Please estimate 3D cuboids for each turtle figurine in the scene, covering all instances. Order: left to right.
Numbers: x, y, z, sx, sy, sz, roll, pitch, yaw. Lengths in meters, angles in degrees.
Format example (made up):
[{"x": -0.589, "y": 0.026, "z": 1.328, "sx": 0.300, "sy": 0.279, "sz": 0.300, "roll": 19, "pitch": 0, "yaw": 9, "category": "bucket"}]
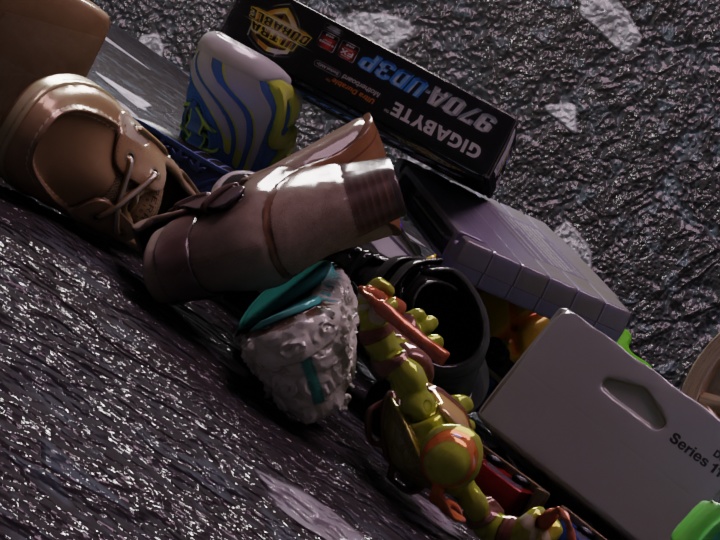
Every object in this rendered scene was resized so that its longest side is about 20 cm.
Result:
[{"x": 0.041, "y": 0.086, "z": 1.083, "sx": 0.201, "sy": 0.064, "sz": 0.161, "roll": 54, "pitch": 3, "yaw": -12, "category": "turtle figurine"}]

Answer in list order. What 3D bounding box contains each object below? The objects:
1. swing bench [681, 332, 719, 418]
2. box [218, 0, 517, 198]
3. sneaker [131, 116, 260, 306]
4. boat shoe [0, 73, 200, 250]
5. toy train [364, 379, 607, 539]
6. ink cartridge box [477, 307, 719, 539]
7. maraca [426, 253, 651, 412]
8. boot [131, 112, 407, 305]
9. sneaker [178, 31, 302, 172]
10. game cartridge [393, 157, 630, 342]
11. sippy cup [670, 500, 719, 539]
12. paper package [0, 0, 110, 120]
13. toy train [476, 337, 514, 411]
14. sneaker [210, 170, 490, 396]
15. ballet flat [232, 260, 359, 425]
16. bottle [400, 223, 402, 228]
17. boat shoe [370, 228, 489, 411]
[{"x": 0.305, "y": 0.167, "z": 1.490, "sx": 0.199, "sy": 0.130, "sz": 0.199, "roll": 35, "pitch": -11, "yaw": 29, "category": "swing bench"}, {"x": 0.009, "y": -0.119, "z": 1.441, "sx": 0.199, "sy": 0.046, "sz": 0.159, "roll": 28, "pitch": -1, "yaw": 4, "category": "box"}, {"x": -0.084, "y": -0.031, "z": 1.351, "sx": 0.199, "sy": 0.070, "sz": 0.078, "roll": 37, "pitch": 1, "yaw": 0, "category": "sneaker"}, {"x": -0.135, "y": -0.053, "z": 1.202, "sx": 0.064, "sy": 0.072, "sz": 0.200, "roll": 35, "pitch": 3, "yaw": 22, "category": "boat shoe"}, {"x": 0.077, "y": 0.119, "z": 1.178, "sx": 0.199, "sy": 0.034, "sz": 0.046, "roll": 37, "pitch": 8, "yaw": 29, "category": "toy train"}, {"x": 0.163, "y": 0.120, "z": 1.256, "sx": 0.146, "sy": 0.083, "sz": 0.200, "roll": 37, "pitch": -7, "yaw": 26, "category": "ink cartridge box"}, {"x": 0.109, "y": 0.051, "z": 1.531, "sx": 0.198, "sy": 0.108, "sz": 0.137, "roll": 21, "pitch": 42, "yaw": 7, "category": "maraca"}, {"x": -0.051, "y": -0.031, "z": 1.178, "sx": 0.200, "sy": 0.145, "sz": 0.071, "roll": -107, "pitch": 180, "yaw": -85, "category": "boot"}, {"x": -0.089, "y": -0.075, "z": 1.413, "sx": 0.075, "sy": 0.106, "sz": 0.200, "roll": 27, "pitch": -14, "yaw": 13, "category": "sneaker"}, {"x": 0.094, "y": -0.012, "z": 1.435, "sx": 0.129, "sy": 0.039, "sz": 0.200, "roll": 28, "pitch": 10, "yaw": -18, "category": "game cartridge"}, {"x": 0.231, "y": 0.189, "z": 1.051, "sx": 0.130, "sy": 0.138, "sz": 0.179, "roll": 45, "pitch": 33, "yaw": -53, "category": "sippy cup"}, {"x": -0.272, "y": -0.169, "z": 1.221, "sx": 0.190, "sy": 0.104, "sz": 0.200, "roll": 35, "pitch": 5, "yaw": 27, "category": "paper package"}, {"x": 0.137, "y": 0.115, "z": 1.437, "sx": 0.200, "sy": 0.046, "sz": 0.034, "roll": 41, "pitch": -1, "yaw": 10, "category": "toy train"}, {"x": 0.000, "y": 0.000, "z": 1.257, "sx": 0.200, "sy": 0.071, "sz": 0.099, "roll": 42, "pitch": -25, "yaw": 2, "category": "sneaker"}, {"x": -0.029, "y": 0.042, "z": 1.126, "sx": 0.071, "sy": 0.072, "sz": 0.200, "roll": 34, "pitch": 7, "yaw": -3, "category": "ballet flat"}, {"x": -0.035, "y": -0.017, "z": 1.478, "sx": 0.083, "sy": 0.066, "sz": 0.200, "roll": 0, "pitch": 2, "yaw": 19, "category": "bottle"}, {"x": 0.020, "y": 0.004, "z": 1.405, "sx": 0.200, "sy": 0.071, "sz": 0.070, "roll": 49, "pitch": 35, "yaw": -14, "category": "boat shoe"}]
